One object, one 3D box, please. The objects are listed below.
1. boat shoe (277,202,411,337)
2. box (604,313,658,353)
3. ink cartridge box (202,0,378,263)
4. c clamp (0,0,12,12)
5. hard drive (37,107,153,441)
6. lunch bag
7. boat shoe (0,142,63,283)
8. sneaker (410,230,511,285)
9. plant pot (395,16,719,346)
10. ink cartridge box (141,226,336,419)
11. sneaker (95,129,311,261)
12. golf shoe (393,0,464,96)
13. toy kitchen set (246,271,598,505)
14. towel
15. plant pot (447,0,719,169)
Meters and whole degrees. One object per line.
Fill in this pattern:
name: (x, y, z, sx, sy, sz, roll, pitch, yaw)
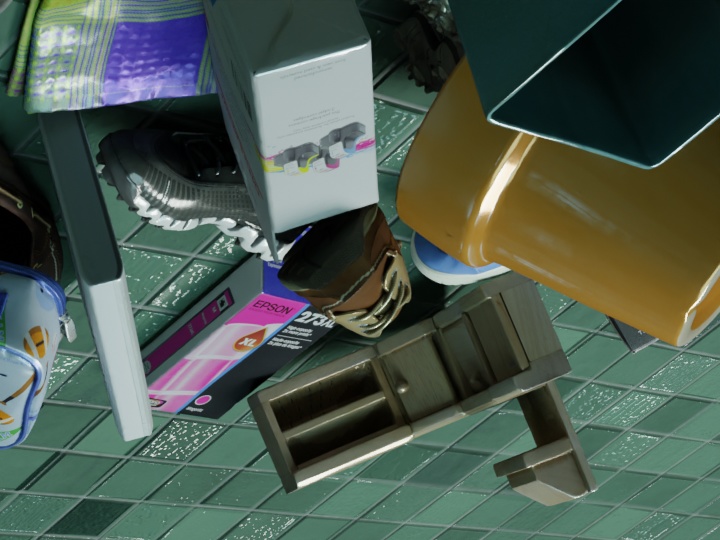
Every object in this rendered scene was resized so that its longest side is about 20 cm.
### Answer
boat shoe: (0.000, 0.000, 1.288, 0.076, 0.074, 0.200, -42, -176, 4)
box: (0.240, -0.032, 1.389, 0.200, 0.048, 0.158, -30, -168, 5)
ink cartridge box: (-0.039, -0.104, 1.175, 0.068, 0.115, 0.200, -17, 152, -8)
c clamp: (-0.270, -0.157, 1.073, 0.200, 0.027, 0.171, -10, 149, -17)
hard drive: (-0.162, 0.004, 1.305, 0.026, 0.132, 0.200, -15, 151, -9)
lunch bag: (-0.272, 0.032, 1.265, 0.200, 0.076, 0.160, 15, 148, -7)
boat shoe: (-0.225, -0.022, 1.287, 0.070, 0.070, 0.200, -24, 152, -1)
sneaker: (0.124, -0.065, 1.427, 0.200, 0.077, 0.111, -22, 157, -7)
plant pot: (0.153, -0.058, 1.251, 0.200, 0.183, 0.200, -47, 163, -19)
ink cartridge box: (-0.078, 0.040, 1.524, 0.095, 0.037, 0.200, 14, 134, -46)
sneaker: (-0.081, -0.064, 1.317, 0.090, 0.066, 0.200, -37, 151, 21)
golf shoe: (0.068, -0.174, 1.239, 0.097, 0.078, 0.200, -35, 158, -11)
toy kitchen set: (0.049, 0.120, 1.518, 0.180, 0.163, 0.200, -21, 174, -18)
towel: (-0.095, -0.144, 1.213, 0.200, 0.023, 0.144, -6, 149, -25)
plant pot: (0.124, -0.185, 1.102, 0.141, 0.200, 0.141, 11, 138, -44)
